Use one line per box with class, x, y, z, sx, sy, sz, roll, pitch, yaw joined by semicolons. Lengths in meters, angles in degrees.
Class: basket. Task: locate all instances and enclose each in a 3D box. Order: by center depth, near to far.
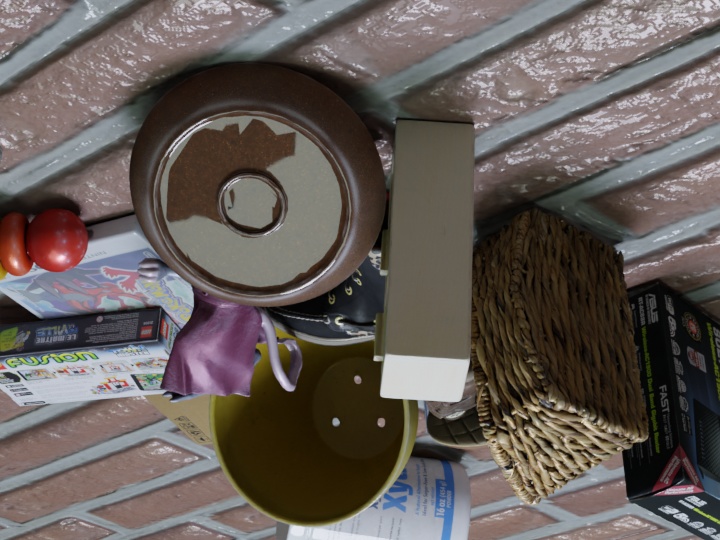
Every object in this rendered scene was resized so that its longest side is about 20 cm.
basket;0.133;0.071;1.381;0.142;0.202;0.149;22;139;-31

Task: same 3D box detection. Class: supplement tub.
supplement tub;0.014;0.266;1.835;0.198;0.133;0.132;8;151;-10

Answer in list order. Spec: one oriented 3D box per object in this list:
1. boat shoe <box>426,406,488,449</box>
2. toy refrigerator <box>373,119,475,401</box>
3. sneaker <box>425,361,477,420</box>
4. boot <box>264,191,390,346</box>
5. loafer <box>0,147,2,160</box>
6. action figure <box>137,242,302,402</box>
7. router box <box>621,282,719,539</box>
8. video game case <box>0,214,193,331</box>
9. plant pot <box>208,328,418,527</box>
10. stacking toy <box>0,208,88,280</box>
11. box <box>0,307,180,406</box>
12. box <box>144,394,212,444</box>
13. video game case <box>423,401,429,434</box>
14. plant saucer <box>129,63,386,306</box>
boat shoe;0.162;0.142;1.619;0.198;0.073;0.068;-15;145;25
toy refrigerator;0.048;-0.009;1.260;0.069;0.202;0.076;3;152;-1
sneaker;0.088;0.099;1.494;0.070;0.076;0.200;-17;-173;-3
boot;0.000;0.000;1.416;0.198;0.074;0.151;8;146;19
loafer;-0.370;-0.063;1.337;0.199;0.070;0.070;-16;146;31
action figure;-0.111;0.016;1.375;0.147;0.134;0.202;9;118;-3
router box;0.295;0.131;1.486;0.062;0.202;0.149;-26;141;34
video game case;-0.223;0.021;1.526;0.181;0.023;0.200;-12;148;26
plant pot;-0.024;0.132;1.569;0.198;0.202;0.142;-9;176;21
stacking toy;-0.330;-0.016;1.417;0.198;0.086;0.086;-4;151;4
box;-0.261;0.085;1.585;0.198;0.035;0.110;-6;149;16
box;-0.138;0.127;1.710;0.162;0.021;0.200;-8;149;19
video game case;0.134;0.121;1.678;0.141;0.019;0.201;1;150;5
plant saucer;-0.080;-0.055;1.251;0.198;0.035;0.202;3;118;5
